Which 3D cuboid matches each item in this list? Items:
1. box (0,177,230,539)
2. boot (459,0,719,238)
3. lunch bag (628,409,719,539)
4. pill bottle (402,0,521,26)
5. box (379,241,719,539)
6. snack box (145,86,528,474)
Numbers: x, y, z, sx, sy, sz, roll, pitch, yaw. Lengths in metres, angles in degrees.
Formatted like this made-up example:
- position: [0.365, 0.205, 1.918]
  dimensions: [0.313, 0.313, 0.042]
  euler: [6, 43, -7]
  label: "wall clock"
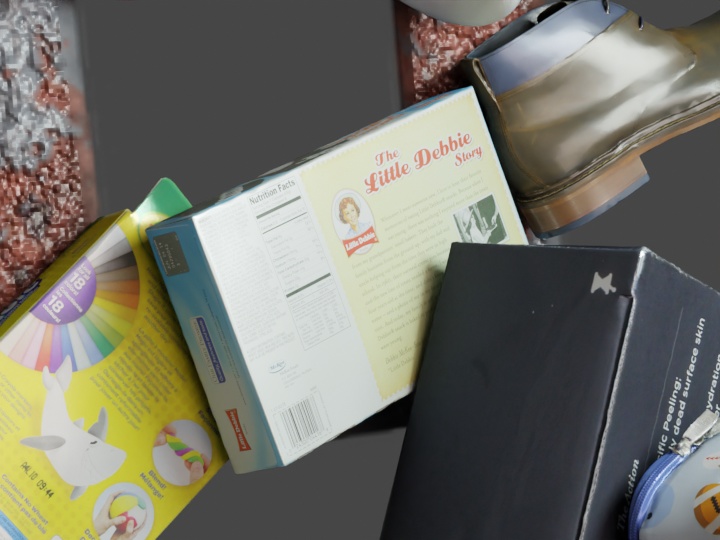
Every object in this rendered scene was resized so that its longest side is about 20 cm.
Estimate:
- position: [-0.122, 0.064, 1.055]
  dimensions: [0.200, 0.048, 0.118]
  euler: [-46, 107, -20]
  label: "box"
- position: [0.140, -0.112, 1.182]
  dimensions: [0.200, 0.075, 0.097]
  euler: [-40, 107, -21]
  label: "boot"
- position: [0.183, 0.154, 1.039]
  dimensions: [0.160, 0.075, 0.202]
  euler: [-24, 110, -41]
  label: "lunch bag"
- position: [0.076, -0.223, 1.134]
  dimensions: [0.112, 0.112, 0.201]
  euler: [42, 71, -18]
  label: "pill bottle"
- position: [0.119, 0.109, 1.103]
  dimensions: [0.199, 0.117, 0.198]
  euler: [26, 74, -46]
  label: "box"
- position: [0.000, 0.000, 1.094]
  dimensions: [0.199, 0.037, 0.117]
  euler: [-27, 100, -44]
  label: "snack box"
